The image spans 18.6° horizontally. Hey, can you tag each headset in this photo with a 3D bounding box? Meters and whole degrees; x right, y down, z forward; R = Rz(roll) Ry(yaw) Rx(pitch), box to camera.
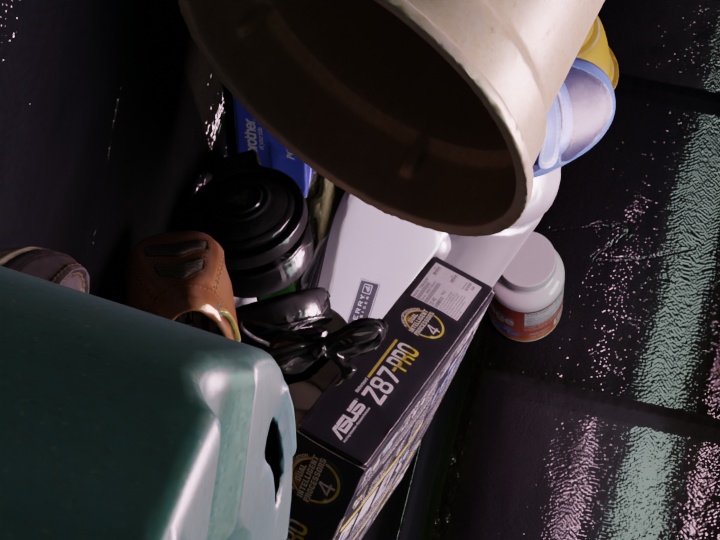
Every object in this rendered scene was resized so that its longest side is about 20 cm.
[{"bbox_3d":[-0.037,0.006,1.174,0.200,0.093,0.124,-100,175,-68],"label":"headset"}]

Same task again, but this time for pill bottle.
[{"bbox_3d":[0.237,0.019,3.159,0.200,0.111,0.113,80,23,-68],"label":"pill bottle"}]

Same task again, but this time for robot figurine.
[{"bbox_3d":[0.060,-0.047,1.451,0.200,0.112,0.170,-57,-174,43],"label":"robot figurine"}]

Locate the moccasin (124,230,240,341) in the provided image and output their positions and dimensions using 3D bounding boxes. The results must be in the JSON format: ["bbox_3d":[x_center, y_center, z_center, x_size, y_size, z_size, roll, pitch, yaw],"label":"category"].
[{"bbox_3d":[-0.080,0.077,1.098,0.078,0.073,0.203,-107,-163,-48],"label":"moccasin"}]

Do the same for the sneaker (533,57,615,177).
[{"bbox_3d":[0.078,-0.084,1.280,0.082,0.199,0.075,3,-77,58],"label":"sneaker"}]

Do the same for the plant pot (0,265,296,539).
[{"bbox_3d":[-0.123,0.067,0.407,0.200,0.194,0.202,12,90,-81],"label":"plant pot"}]

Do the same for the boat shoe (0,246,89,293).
[{"bbox_3d":[-0.129,0.062,0.789,0.200,0.073,0.075,-67,166,-54],"label":"boat shoe"}]

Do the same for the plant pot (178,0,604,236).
[{"bbox_3d":[0.044,-0.151,1.058,0.184,0.200,0.201,-53,163,-21],"label":"plant pot"}]

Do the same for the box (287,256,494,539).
[{"bbox_3d":[-0.002,0.104,1.227,0.200,0.049,0.162,-51,165,-53],"label":"box"}]

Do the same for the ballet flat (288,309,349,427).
[{"bbox_3d":[-0.051,0.115,1.297,0.064,0.067,0.201,-102,-148,-59],"label":"ballet flat"}]

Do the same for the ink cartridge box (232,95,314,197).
[{"bbox_3d":[-0.028,-0.151,1.285,0.094,0.044,0.201,90,13,-54],"label":"ink cartridge box"}]

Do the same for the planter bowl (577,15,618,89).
[{"bbox_3d":[0.072,-0.174,1.395,0.201,0.199,0.084,-66,166,-57],"label":"planter bowl"}]

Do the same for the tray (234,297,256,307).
[{"bbox_3d":[-0.086,0.046,1.257,0.200,0.022,0.108,-33,134,-79],"label":"tray"}]

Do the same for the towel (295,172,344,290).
[{"bbox_3d":[-0.032,-0.045,1.451,0.149,0.036,0.201,89,14,-61],"label":"towel"}]

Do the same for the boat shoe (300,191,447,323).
[{"bbox_3d":[0.000,0.000,1.363,0.068,0.071,0.202,25,-83,67],"label":"boat shoe"}]
